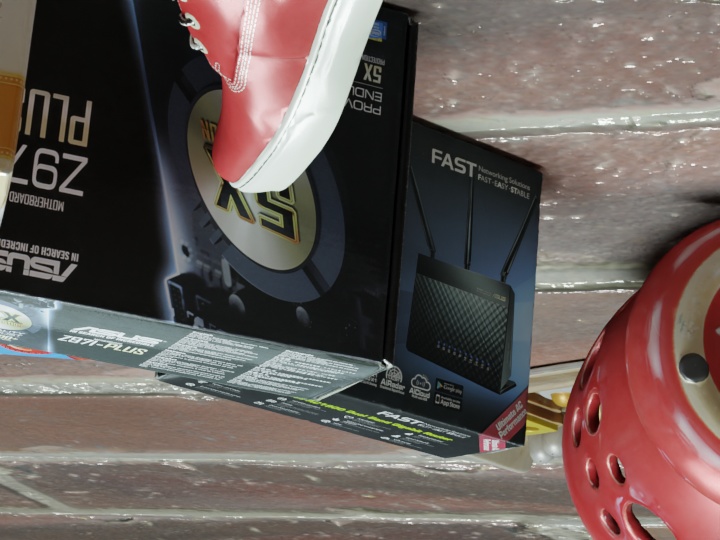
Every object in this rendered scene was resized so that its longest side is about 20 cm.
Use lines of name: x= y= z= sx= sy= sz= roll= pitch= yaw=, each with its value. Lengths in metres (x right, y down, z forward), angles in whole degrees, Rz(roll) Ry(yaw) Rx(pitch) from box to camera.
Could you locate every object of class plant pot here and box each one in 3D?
plant pot: x=0.224 y=0.074 z=1.190 sx=0.200 sy=0.201 sz=0.183 roll=6 pitch=155 yaw=-4

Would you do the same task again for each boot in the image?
boot: x=-0.066 y=-0.113 z=0.811 sx=0.144 sy=0.073 sz=0.200 roll=10 pitch=140 yaw=-12

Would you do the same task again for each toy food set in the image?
toy food set: x=0.154 y=0.119 z=1.566 sx=0.200 sy=0.061 sz=0.143 roll=-12 pitch=157 yaw=41

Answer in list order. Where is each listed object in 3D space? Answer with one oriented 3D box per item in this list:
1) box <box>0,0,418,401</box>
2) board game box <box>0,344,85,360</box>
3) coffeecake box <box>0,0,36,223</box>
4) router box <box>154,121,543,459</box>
box: x=-0.085 y=-0.045 z=0.930 sx=0.199 sy=0.164 sz=0.086 roll=12 pitch=162 yaw=-22
board game box: x=-0.134 y=0.005 z=1.285 sx=0.195 sy=0.056 sz=0.200 roll=4 pitch=163 yaw=3
coffeecake box: x=-0.169 y=-0.121 z=0.642 sx=0.153 sy=0.201 sz=0.073 roll=8 pitch=162 yaw=-10
router box: x=0.000 y=0.000 z=1.073 sx=0.200 sy=0.150 sz=0.062 roll=18 pitch=159 yaw=-38
